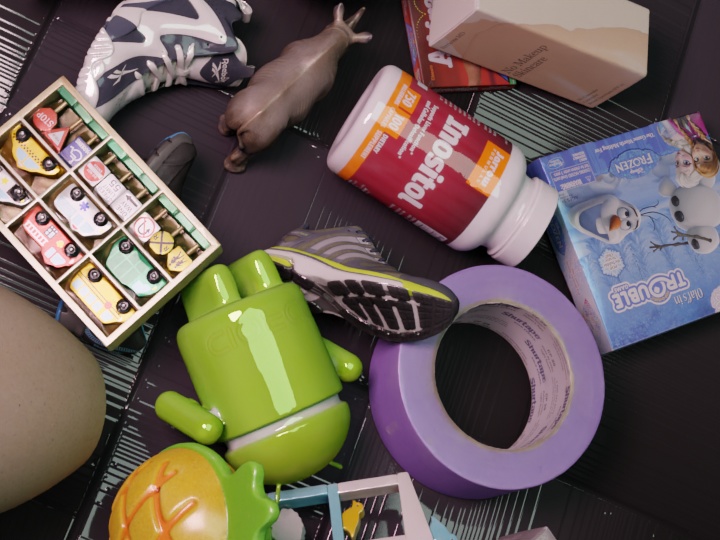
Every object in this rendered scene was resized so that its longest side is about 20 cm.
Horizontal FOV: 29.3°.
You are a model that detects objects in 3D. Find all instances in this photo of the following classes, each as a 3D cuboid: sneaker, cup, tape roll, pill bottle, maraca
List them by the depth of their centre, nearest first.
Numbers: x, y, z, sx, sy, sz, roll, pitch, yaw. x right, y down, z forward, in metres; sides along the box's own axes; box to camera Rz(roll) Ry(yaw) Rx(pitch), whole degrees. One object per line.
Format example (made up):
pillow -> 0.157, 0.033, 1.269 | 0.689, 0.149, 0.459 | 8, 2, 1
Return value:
cup -> -0.284, 0.102, 1.065 | 0.143, 0.200, 0.202 | 11, 70, -46
maraca -> -0.127, 0.204, 1.075 | 0.107, 0.199, 0.138 | 7, 82, -40
sneaker -> -0.185, -0.023, 1.186 | 0.082, 0.073, 0.201 | 29, 78, -13
sneaker -> 0.000, 0.000, 1.197 | 0.199, 0.074, 0.081 | 17, 52, 27
sneaker -> -0.164, -0.184, 1.226 | 0.129, 0.080, 0.200 | 26, 58, -2
tape roll -> 0.113, 0.102, 1.243 | 0.199, 0.085, 0.201 | 5, 74, -17
pill bottle -> 0.078, -0.091, 1.267 | 0.199, 0.113, 0.113 | 31, 68, -8

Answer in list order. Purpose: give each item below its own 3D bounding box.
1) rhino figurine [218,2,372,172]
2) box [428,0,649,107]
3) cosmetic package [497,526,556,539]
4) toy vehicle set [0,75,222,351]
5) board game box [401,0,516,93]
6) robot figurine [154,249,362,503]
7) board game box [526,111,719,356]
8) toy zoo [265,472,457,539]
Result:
rhino figurine -> -0.055, -0.177, 1.259 | 0.060, 0.087, 0.200 | 44, 67, -4
box -> 0.174, -0.236, 1.334 | 0.199, 0.095, 0.078 | 15, 68, -23
cosmetic package -> 0.092, 0.309, 1.167 | 0.200, 0.107, 0.090 | -36, 88, -26
toy vehicle set -> -0.225, -0.048, 1.131 | 0.124, 0.027, 0.200 | -43, 81, -9
board game box -> 0.089, -0.275, 1.373 | 0.102, 0.019, 0.201 | -5, 77, -19
robot figurine -> -0.081, 0.089, 1.158 | 0.175, 0.115, 0.201 | -22, 88, -38
board game box -> 0.285, -0.039, 1.363 | 0.199, 0.043, 0.200 | -18, 83, -23
toy zoo -> -0.018, 0.238, 1.134 | 0.199, 0.021, 0.132 | -8, 55, 0
